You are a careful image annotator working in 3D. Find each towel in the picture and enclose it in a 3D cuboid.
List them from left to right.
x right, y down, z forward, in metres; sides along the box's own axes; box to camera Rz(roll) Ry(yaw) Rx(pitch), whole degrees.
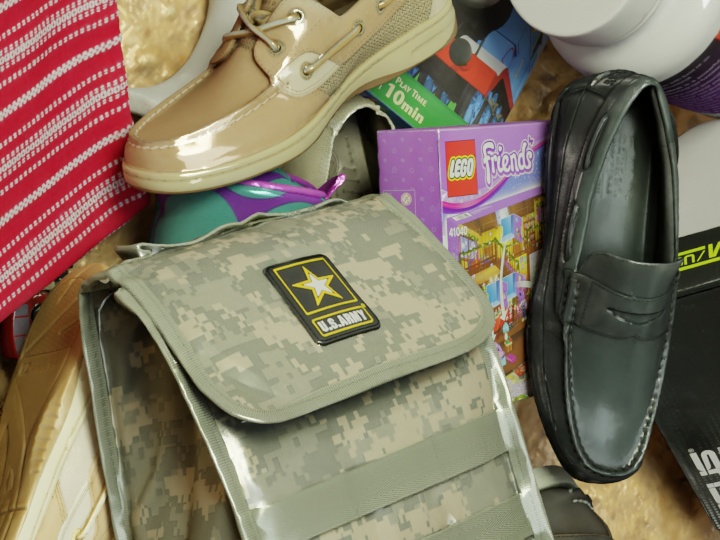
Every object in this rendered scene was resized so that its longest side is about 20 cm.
[{"bbox_3d":[-0.141,-0.088,0.892,0.145,0.022,0.202,-44,137,-53],"label":"towel"}]

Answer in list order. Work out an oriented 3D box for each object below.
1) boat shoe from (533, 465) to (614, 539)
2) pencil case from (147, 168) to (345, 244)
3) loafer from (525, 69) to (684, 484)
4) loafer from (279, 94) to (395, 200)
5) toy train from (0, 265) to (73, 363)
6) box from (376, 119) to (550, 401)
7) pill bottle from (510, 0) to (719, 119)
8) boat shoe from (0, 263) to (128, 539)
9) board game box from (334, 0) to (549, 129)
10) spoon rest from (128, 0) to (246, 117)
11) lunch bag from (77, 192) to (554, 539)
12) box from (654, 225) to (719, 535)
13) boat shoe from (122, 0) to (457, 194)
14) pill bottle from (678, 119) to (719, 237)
[{"bbox_3d":[0.038,0.156,1.015,0.200,0.061,0.072,-21,142,-27],"label":"boat shoe"},{"bbox_3d":[-0.063,0.049,0.990,0.092,0.085,0.202,6,95,-9],"label":"pencil case"},{"bbox_3d":[0.122,0.004,1.016,0.068,0.070,0.203,1,90,-21],"label":"loafer"},{"bbox_3d":[0.000,0.000,1.046,0.075,0.068,0.201,-25,103,-28],"label":"loafer"},{"bbox_3d":[-0.147,0.028,0.980,0.045,0.034,0.202,-6,94,-20],"label":"toy train"},{"bbox_3d":[0.080,-0.007,1.066,0.199,0.039,0.138,-8,97,-55],"label":"box"},{"bbox_3d":[0.160,-0.144,1.082,0.199,0.111,0.113,8,87,-53],"label":"pill bottle"},{"bbox_3d":[-0.128,0.099,0.901,0.069,0.073,0.201,32,69,-31],"label":"boat shoe"},{"bbox_3d":[0.044,-0.172,1.090,0.151,0.036,0.201,36,72,-27],"label":"board game box"},{"bbox_3d":[-0.070,-0.171,0.999,0.060,0.099,0.202,3,104,-52],"label":"spoon rest"},{"bbox_3d":[-0.021,0.071,0.892,0.163,0.117,0.202,-17,92,-40],"label":"lunch bag"},{"bbox_3d":[0.246,0.047,1.105,0.048,0.192,0.200,-88,154,-45],"label":"box"},{"bbox_3d":[-0.037,-0.102,0.976,0.200,0.071,0.065,-37,128,-34],"label":"boat shoe"},{"bbox_3d":[0.255,-0.001,1.175,0.199,0.114,0.115,27,77,-29],"label":"pill bottle"}]
